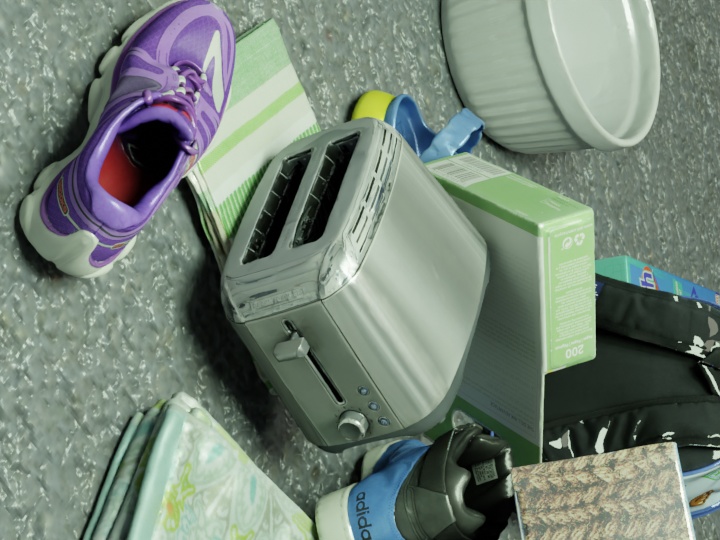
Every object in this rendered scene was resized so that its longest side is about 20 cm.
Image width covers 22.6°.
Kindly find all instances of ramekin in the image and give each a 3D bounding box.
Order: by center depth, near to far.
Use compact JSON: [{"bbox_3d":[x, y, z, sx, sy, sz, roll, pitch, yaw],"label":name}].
[{"bbox_3d":[0.147,-0.185,1.413,0.200,0.105,0.201,24,60,-52],"label":"ramekin"}]

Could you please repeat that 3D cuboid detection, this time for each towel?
[{"bbox_3d":[-0.089,0.191,0.985,0.171,0.048,0.201,51,42,-36],"label":"towel"},{"bbox_3d":[-0.056,-0.041,1.130,0.153,0.023,0.201,-45,117,-53],"label":"towel"}]

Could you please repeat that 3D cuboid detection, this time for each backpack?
[{"bbox_3d":[0.200,0.105,1.332,0.154,0.190,0.201,60,34,-55],"label":"backpack"}]

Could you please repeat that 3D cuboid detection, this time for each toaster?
[{"bbox_3d":[0.000,0.000,1.078,0.129,0.113,0.200,53,38,-30],"label":"toaster"}]

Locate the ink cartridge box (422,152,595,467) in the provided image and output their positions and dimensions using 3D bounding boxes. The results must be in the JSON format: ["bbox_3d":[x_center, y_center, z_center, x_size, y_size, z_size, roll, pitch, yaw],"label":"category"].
[{"bbox_3d":[0.093,0.038,1.175,0.048,0.145,0.201,-16,115,-27],"label":"ink cartridge box"}]

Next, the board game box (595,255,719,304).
[{"bbox_3d":[0.262,0.080,1.569,0.200,0.045,0.153,16,68,-54],"label":"board game box"}]

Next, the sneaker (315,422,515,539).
[{"bbox_3d":[0.052,0.138,1.127,0.200,0.111,0.077,-6,78,-74],"label":"sneaker"}]

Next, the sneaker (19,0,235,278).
[{"bbox_3d":[-0.107,-0.079,0.984,0.081,0.083,0.200,39,48,-21],"label":"sneaker"}]

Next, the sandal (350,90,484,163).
[{"bbox_3d":[0.061,-0.034,1.252,0.079,0.087,0.201,-47,122,-55],"label":"sandal"}]

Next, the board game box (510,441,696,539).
[{"bbox_3d":[0.156,0.212,1.082,0.200,0.096,0.160,68,13,-68],"label":"board game box"}]
